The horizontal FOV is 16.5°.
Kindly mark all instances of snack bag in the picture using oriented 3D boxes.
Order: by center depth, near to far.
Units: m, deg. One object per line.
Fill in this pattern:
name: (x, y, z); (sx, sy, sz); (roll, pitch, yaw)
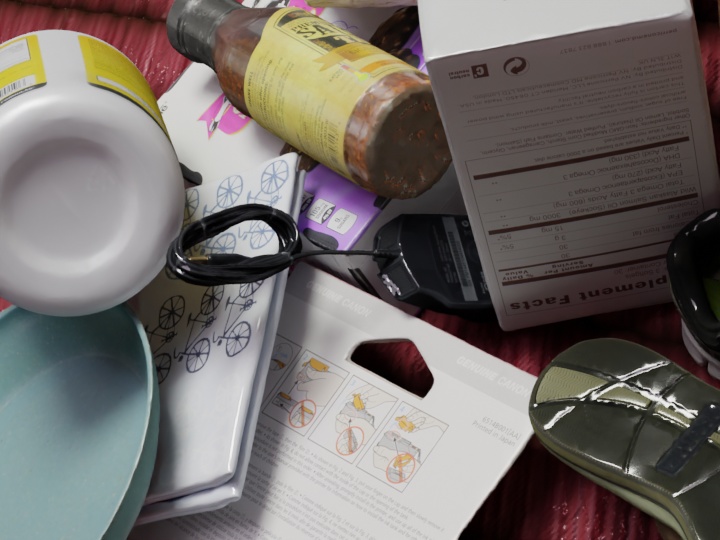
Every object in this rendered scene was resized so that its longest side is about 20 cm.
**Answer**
snack bag: (-0.115, 0.045, 1.247); (0.199, 0.021, 0.190); (-17, 51, 39)

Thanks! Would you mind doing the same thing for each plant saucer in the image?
plant saucer: (-0.162, 0.103, 1.206); (0.199, 0.036, 0.201); (-27, 46, 31)

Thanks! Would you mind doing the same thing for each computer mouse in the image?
computer mouse: (0.000, 0.000, 1.192); (0.034, 0.198, 0.059); (120, 147, -48)

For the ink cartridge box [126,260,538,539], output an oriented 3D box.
ink cartridge box: (-0.012, 0.104, 1.179); (0.199, 0.045, 0.177); (26, 72, 46)

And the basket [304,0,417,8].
basket: (0.049, -0.252, 1.272); (0.198, 0.200, 0.161); (-3, 27, -2)

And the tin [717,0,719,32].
tin: (0.205, -0.115, 1.068); (0.042, 0.202, 0.111); (-16, 15, -43)

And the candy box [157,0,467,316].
candy box: (-0.004, -0.080, 1.319); (0.199, 0.072, 0.168); (25, 71, 46)

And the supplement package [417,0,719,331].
supplement package: (0.098, -0.083, 1.125); (0.116, 0.201, 0.118); (-10, 53, 7)

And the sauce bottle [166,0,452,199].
sauce bottle: (-0.031, -0.097, 1.249); (0.066, 0.066, 0.200); (-47, 45, -10)

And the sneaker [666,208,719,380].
sneaker: (0.198, 0.033, 1.057); (0.074, 0.088, 0.200); (-45, 43, -8)

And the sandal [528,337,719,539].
sandal: (0.154, 0.095, 1.055); (0.080, 0.058, 0.201); (-38, 47, -15)

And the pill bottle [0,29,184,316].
pill bottle: (-0.151, -0.057, 1.241); (0.112, 0.112, 0.200); (-36, 19, 3)
